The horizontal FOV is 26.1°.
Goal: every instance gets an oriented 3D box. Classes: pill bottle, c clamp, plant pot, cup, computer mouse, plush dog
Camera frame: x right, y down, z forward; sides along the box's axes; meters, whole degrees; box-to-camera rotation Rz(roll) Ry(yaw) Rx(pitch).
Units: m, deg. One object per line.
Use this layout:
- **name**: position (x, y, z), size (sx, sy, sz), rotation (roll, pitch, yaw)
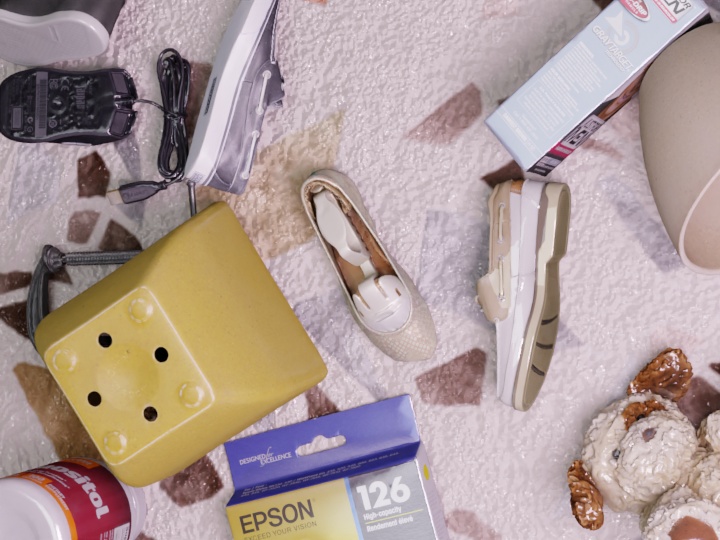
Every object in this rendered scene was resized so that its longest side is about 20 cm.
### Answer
- **pill bottle**: position (-0.275, 0.233, 1.422), size (0.112, 0.200, 0.115), rotation (0, 91, 16)
- **c clamp**: position (-0.236, 0.011, 1.499), size (0.198, 0.027, 0.173), rotation (-7, 94, 15)
- **plant pot**: position (-0.173, 0.076, 1.376), size (0.194, 0.200, 0.195), rotation (-32, 90, 12)
- **cup**: position (0.307, -0.118, 1.265), size (0.200, 0.200, 0.144), rotation (-39, 58, 13)
- **computer mouse**: position (-0.250, -0.128, 1.484), size (0.197, 0.046, 0.142), rotation (-7, 82, 8)
- **plush dog**: position (0.269, 0.168, 1.314), size (0.171, 0.161, 0.201), rotation (30, 71, 27)

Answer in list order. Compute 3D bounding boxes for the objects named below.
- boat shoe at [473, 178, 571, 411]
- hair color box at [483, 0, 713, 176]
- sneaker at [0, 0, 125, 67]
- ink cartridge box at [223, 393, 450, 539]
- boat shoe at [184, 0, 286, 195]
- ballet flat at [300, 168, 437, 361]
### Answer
- **boat shoe**: position (0.138, 0.020, 1.368), size (0.068, 0.075, 0.203), rotation (8, 87, 22)
- **hair color box**: position (0.205, -0.169, 1.324), size (0.200, 0.099, 0.061), rotation (-43, 80, 13)
- **sneaker**: position (-0.293, -0.255, 1.489), size (0.198, 0.071, 0.100), rotation (4, 55, 38)
- **ink cartridge box**: position (-0.022, 0.237, 1.431), size (0.196, 0.047, 0.202), rotation (-16, 89, 17)
- **boat shoe**: position (-0.101, -0.169, 1.433), size (0.067, 0.072, 0.202), rotation (19, 82, -19)
- **ballet flat**: position (0.000, 0.000, 1.407), size (0.067, 0.062, 0.201), rotation (-33, 83, 15)
